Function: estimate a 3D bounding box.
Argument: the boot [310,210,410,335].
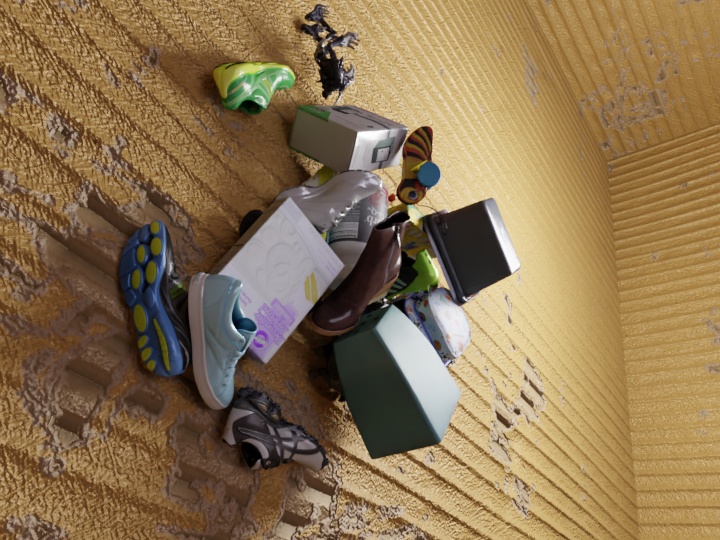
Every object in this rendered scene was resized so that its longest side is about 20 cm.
[{"bbox_3d":[0.000,0.000,0.952,0.198,0.072,0.169,-31,145,-44],"label":"boot"}]

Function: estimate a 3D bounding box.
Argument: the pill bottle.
[{"bbox_3d":[-0.008,-0.065,1.113,0.115,0.114,0.206,26,61,-46],"label":"pill bottle"}]

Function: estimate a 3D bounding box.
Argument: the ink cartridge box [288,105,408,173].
[{"bbox_3d":[-0.019,-0.255,1.136,0.199,0.144,0.086,-24,136,-55],"label":"ink cartridge box"}]

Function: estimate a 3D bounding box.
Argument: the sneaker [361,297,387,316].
[{"bbox_3d":[0.037,0.147,1.096,0.075,0.112,0.205,-28,99,-60],"label":"sneaker"}]

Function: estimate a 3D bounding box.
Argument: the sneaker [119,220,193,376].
[{"bbox_3d":[-0.261,0.037,0.781,0.083,0.069,0.205,12,64,-75],"label":"sneaker"}]

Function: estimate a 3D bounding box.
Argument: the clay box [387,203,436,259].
[{"bbox_3d":[0.095,-0.081,1.267,0.199,0.113,0.049,34,51,-44],"label":"clay box"}]

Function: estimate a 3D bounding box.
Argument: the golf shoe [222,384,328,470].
[{"bbox_3d":[-0.129,0.259,0.879,0.200,0.077,0.096,48,60,-30],"label":"golf shoe"}]

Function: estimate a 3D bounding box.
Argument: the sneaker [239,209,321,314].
[{"bbox_3d":[-0.133,-0.013,0.986,0.203,0.071,0.083,58,7,-18],"label":"sneaker"}]

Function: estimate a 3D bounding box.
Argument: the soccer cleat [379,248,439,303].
[{"bbox_3d":[0.066,0.011,1.118,0.067,0.197,0.083,-25,95,-44],"label":"soccer cleat"}]

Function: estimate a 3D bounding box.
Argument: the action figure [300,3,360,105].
[{"bbox_3d":[-0.049,-0.426,1.179,0.100,0.119,0.204,-14,71,-22],"label":"action figure"}]

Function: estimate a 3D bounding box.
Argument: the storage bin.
[{"bbox_3d":[0.243,-0.050,1.239,0.145,0.132,0.205,-19,88,-58],"label":"storage bin"}]

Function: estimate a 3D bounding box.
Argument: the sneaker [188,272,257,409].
[{"bbox_3d":[-0.177,0.102,0.791,0.074,0.079,0.205,-79,169,-62],"label":"sneaker"}]

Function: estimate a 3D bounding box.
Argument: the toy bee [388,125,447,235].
[{"bbox_3d":[0.103,-0.174,1.152,0.132,0.106,0.205,99,-19,-68],"label":"toy bee"}]

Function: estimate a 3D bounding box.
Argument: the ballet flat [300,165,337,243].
[{"bbox_3d":[-0.084,-0.124,1.085,0.065,0.067,0.205,15,63,-20],"label":"ballet flat"}]

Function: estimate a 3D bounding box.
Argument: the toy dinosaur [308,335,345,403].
[{"bbox_3d":[-0.038,0.154,1.047,0.102,0.075,0.206,26,52,-61],"label":"toy dinosaur"}]

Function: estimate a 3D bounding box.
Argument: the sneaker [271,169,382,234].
[{"bbox_3d":[-0.051,-0.112,1.026,0.075,0.195,0.089,81,-11,-78],"label":"sneaker"}]

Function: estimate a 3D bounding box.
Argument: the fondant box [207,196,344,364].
[{"bbox_3d":[-0.134,0.014,0.889,0.145,0.058,0.201,49,66,-23],"label":"fondant box"}]

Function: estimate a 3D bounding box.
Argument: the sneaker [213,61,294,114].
[{"bbox_3d":[-0.183,-0.315,1.021,0.199,0.072,0.086,-35,130,-57],"label":"sneaker"}]

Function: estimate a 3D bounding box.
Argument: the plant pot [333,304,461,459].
[{"bbox_3d":[0.049,0.175,0.984,0.203,0.139,0.141,61,32,-10],"label":"plant pot"}]

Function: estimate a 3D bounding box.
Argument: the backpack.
[{"bbox_3d":[0.140,0.117,1.236,0.205,0.151,0.190,68,25,-4],"label":"backpack"}]
